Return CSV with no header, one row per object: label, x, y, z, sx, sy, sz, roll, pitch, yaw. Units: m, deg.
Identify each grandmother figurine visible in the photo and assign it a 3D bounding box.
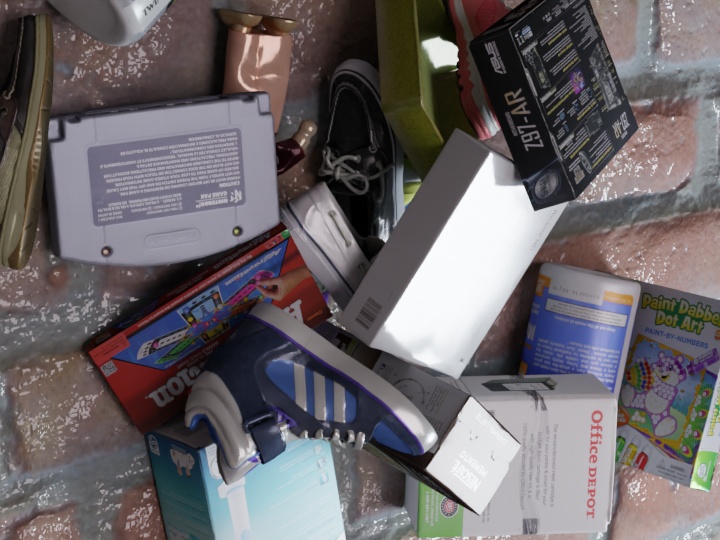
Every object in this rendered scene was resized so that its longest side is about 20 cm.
grandmother figurine,-0.096,-0.123,1.520,0.120,0.061,0.202,6,100,-18

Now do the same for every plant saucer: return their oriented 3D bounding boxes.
plant saucer,0.060,-0.166,1.591,0.200,0.047,0.201,58,24,-52

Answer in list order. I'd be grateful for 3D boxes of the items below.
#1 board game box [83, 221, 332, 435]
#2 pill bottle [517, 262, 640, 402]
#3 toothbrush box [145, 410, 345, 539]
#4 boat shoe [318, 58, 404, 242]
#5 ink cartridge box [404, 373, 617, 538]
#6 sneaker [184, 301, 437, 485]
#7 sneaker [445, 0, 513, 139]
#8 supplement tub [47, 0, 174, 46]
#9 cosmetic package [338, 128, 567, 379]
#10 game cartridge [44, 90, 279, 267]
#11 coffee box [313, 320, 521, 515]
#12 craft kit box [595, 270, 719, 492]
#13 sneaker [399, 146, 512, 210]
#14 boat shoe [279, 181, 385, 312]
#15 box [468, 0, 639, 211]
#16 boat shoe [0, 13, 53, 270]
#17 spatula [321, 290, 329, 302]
board game box,-0.129,0.051,1.501,0.199,0.019,0.103,-32,125,-7
pill bottle,0.226,0.100,1.843,0.112,0.112,0.202,8,95,-44
toothbrush box,-0.099,0.211,1.577,0.146,0.085,0.202,-27,117,-36
boat shoe,-0.005,-0.092,1.600,0.068,0.073,0.201,-39,135,-47
ink cartridge box,0.149,0.185,1.746,0.198,0.084,0.147,0,103,-9
sneaker,-0.052,0.137,1.469,0.199,0.081,0.147,36,77,0
sneaker,0.134,-0.219,1.647,0.074,0.086,0.202,51,29,-60
supplement tub,-0.163,-0.285,1.364,0.200,0.122,0.123,-51,130,-21
cosmetic package,0.086,-0.011,1.550,0.150,0.052,0.201,24,100,-51
game cartridge,-0.165,-0.073,1.444,0.198,0.041,0.134,-9,102,-25
coffee box,0.034,0.132,1.594,0.080,0.199,0.114,-57,138,-9
craft kit box,0.314,0.115,1.870,0.048,0.199,0.199,18,88,-43
sneaker,0.094,-0.065,1.712,0.199,0.076,0.106,-3,115,-36
boat shoe,0.000,0.000,1.568,0.067,0.074,0.200,-37,131,7
box,0.178,-0.164,1.560,0.200,0.043,0.161,-44,114,-56
boat shoe,-0.275,-0.104,1.340,0.064,0.073,0.202,7,80,-6
spatula,-0.102,0.073,1.583,0.199,0.021,0.057,-21,136,-35
